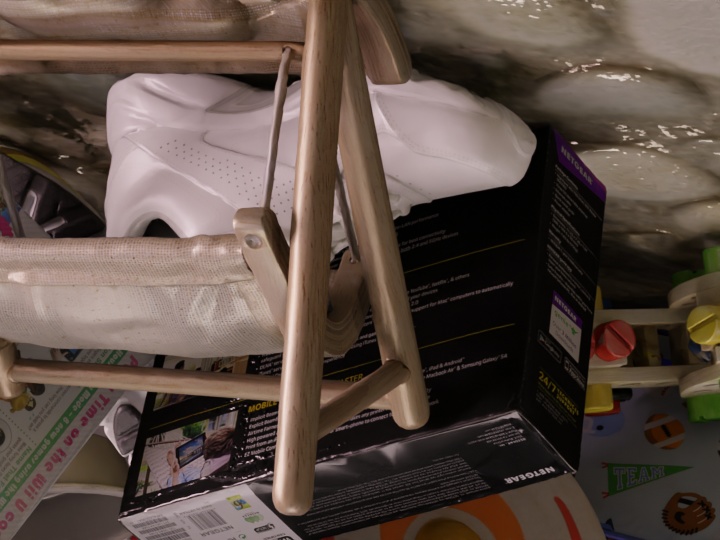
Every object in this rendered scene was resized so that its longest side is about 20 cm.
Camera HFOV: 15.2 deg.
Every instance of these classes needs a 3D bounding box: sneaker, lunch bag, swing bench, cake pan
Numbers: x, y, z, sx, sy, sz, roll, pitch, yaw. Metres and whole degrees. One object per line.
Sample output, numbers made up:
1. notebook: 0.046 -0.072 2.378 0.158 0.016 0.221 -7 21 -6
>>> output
1. sneaker: -0.020 -0.028 1.091 0.199 0.100 0.078 -2 163 34
2. lunch bag: 0.138 0.091 1.334 0.199 0.160 0.076 17 142 29
3. swing bench: -0.090 -0.027 1.007 0.198 0.201 0.130 3 -165 23
4. sneaker: -0.123 0.018 1.268 0.078 0.090 0.200 -29 120 11
5. cake pan: -0.203 0.121 1.372 0.199 0.037 0.200 -9 164 -3

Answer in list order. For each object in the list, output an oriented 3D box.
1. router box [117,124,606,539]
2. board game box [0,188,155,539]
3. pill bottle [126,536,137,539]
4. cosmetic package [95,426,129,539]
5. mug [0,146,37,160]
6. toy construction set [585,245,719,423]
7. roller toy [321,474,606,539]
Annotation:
1. router box: 0.002 0.035 1.130 0.199 0.150 0.051 -17 135 30
2. board game box: -0.203 0.020 1.130 0.200 0.148 0.064 46 153 -16
3. pill bottle: -0.055 0.166 1.385 0.112 0.113 0.200 12 -171 -14
4. cosmetic package: -0.183 0.127 1.583 0.199 0.124 0.199 19 -169 -24
5. mug: -0.205 0.023 1.326 0.152 0.150 0.187 3 174 -13
6. toy construction set: 0.112 0.027 1.243 0.199 0.093 0.131 14 164 -23
7. roller toy: 0.017 0.148 1.215 0.182 0.201 0.140 23 144 -14
